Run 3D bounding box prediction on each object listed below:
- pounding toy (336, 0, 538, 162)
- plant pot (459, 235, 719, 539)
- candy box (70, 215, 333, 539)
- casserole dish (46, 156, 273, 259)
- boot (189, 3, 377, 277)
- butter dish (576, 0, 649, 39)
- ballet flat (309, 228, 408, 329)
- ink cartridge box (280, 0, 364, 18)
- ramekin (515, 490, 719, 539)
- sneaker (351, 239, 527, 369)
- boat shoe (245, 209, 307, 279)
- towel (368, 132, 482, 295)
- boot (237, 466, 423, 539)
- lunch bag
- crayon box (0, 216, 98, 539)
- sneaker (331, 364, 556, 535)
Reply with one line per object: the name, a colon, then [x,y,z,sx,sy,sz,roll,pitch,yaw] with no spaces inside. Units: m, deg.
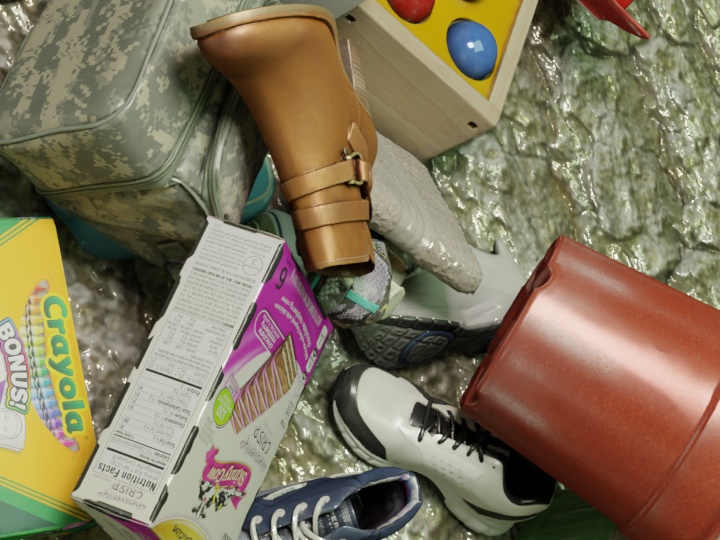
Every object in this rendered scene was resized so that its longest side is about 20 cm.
pounding toy: [0.050,-0.231,1.502,0.184,0.142,0.201,38,53,-25]
plant pot: [0.189,0.086,1.384,0.195,0.201,0.201,30,52,2]
candy box: [-0.095,0.086,1.213,0.201,0.061,0.136,-65,158,-18]
casserole dish: [-0.135,-0.077,1.354,0.199,0.039,0.122,-13,83,-44]
boot: [-0.041,-0.076,1.194,0.200,0.076,0.156,23,60,-72]
butter dish: [0.194,-0.321,1.616,0.199,0.148,0.200,40,12,-23]
ballet flat: [0.000,0.000,1.366,0.072,0.072,0.200,55,9,-11]
ink cartridge box: [-0.081,-0.277,1.357,0.199,0.084,0.147,14,68,-33]
ramekin: [0.217,0.262,1.492,0.199,0.098,0.201,16,64,-37]
sneaker: [0.059,0.022,1.476,0.200,0.074,0.087,-4,65,-49]
boat shoe: [-0.083,0.045,1.332,0.062,0.072,0.201,21,62,-28]
towel: [0.019,-0.065,1.412,0.132,0.034,0.200,35,15,-28]
boot: [-0.052,0.176,1.294,0.200,0.090,0.073,-20,88,-44]
lunch bag: [-0.125,-0.115,1.266,0.168,0.139,0.201,49,48,-41]
crayon box: [-0.237,0.070,1.193,0.118,0.058,0.201,-3,76,-42]
sneaker: [0.066,0.125,1.426,0.200,0.080,0.074,34,56,-25]
